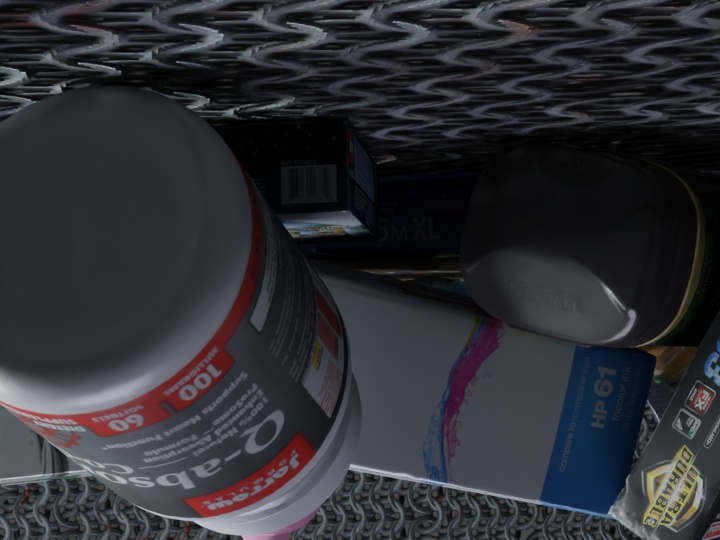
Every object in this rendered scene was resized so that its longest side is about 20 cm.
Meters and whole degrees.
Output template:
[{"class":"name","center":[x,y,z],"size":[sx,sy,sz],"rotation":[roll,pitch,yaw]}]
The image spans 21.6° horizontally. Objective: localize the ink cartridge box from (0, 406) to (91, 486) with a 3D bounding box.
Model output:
[{"class":"ink cartridge box","center":[-0.197,0.072,1.004],"size":[0.198,0.085,0.146],"rotation":[-3,175,-21]}]

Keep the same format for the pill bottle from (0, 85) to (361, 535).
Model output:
[{"class":"pill bottle","center":[-0.068,0.026,0.697],"size":[0.115,0.117,0.200],"rotation":[-3,157,15]}]

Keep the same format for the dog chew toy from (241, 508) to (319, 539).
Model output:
[{"class":"dog chew toy","center":[-0.062,0.071,1.188],"size":[0.123,0.202,0.125],"rotation":[-2,177,0]}]

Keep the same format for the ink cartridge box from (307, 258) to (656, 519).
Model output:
[{"class":"ink cartridge box","center":[0.017,0.049,0.904],"size":[0.199,0.085,0.144],"rotation":[12,-177,-23]}]

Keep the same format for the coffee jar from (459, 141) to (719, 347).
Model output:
[{"class":"coffee jar","center":[0.129,-0.009,0.878],"size":[0.104,0.086,0.200],"rotation":[14,-175,29]}]

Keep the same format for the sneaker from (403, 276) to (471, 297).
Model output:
[{"class":"sneaker","center":[0.024,0.028,1.055],"size":[0.198,0.082,0.074],"rotation":[14,-141,-1]}]

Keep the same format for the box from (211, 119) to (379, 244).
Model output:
[{"class":"box","center":[-0.096,-0.032,0.808],"size":[0.198,0.038,0.137],"rotation":[-2,176,5]}]

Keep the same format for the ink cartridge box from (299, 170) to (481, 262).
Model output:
[{"class":"ink cartridge box","center":[0.028,-0.025,1.007],"size":[0.118,0.042,0.200],"rotation":[-2,175,-8]}]

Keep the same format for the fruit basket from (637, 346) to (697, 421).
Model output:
[{"class":"fruit basket","center":[0.180,0.059,1.094],"size":[0.093,0.201,0.185],"rotation":[-27,167,24]}]

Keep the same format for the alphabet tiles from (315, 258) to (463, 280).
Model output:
[{"class":"alphabet tiles","center":[0.000,0.000,1.049],"size":[0.198,0.008,0.167],"rotation":[-1,177,-6]}]

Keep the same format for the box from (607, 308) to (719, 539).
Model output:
[{"class":"box","center":[0.218,0.038,0.910],"size":[0.050,0.200,0.200],"rotation":[33,-165,28]}]
